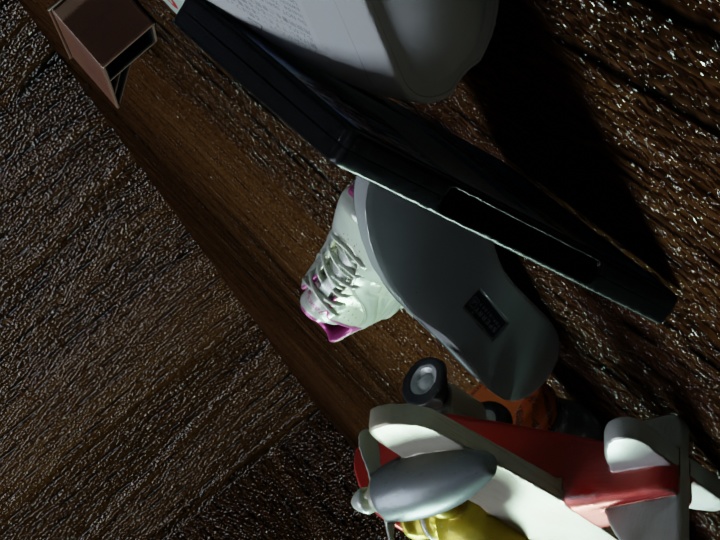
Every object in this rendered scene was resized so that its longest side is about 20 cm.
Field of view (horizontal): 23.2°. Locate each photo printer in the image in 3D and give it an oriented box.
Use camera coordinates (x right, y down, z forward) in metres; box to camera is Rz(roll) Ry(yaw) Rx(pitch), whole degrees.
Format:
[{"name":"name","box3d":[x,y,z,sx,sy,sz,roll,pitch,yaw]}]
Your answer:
[{"name":"photo printer","box3d":[-0.034,-0.150,0.634,0.166,0.070,0.200,34,165,31]}]

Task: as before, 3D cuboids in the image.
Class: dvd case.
[{"name":"dvd case","box3d":[0.029,-0.045,0.727,0.199,0.018,0.143,24,-167,-40]}]

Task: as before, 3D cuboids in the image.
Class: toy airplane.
[{"name":"toy airplane","box3d":[0.088,0.132,0.920,0.199,0.142,0.199,23,165,2]}]

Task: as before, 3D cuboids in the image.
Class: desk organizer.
[{"name":"desk organizer","box3d":[-0.248,-0.229,1.741,0.077,0.072,0.200,48,173,2]}]

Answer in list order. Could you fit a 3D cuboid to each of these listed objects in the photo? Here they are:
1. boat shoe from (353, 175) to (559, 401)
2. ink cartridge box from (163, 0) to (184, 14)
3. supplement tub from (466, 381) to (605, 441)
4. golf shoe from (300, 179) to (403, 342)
[{"name":"boat shoe","box3d":[0.045,-0.005,0.980,0.066,0.072,0.200,37,173,48]},{"name":"ink cartridge box","box3d":[-0.105,-0.217,0.770,0.145,0.085,0.200,47,172,34]},{"name":"supplement tub","box3d":[0.128,0.167,1.096,0.200,0.122,0.123,53,173,-17]},{"name":"golf shoe","box3d":[0.000,0.000,1.204,0.075,0.091,0.200,51,172,17]}]
